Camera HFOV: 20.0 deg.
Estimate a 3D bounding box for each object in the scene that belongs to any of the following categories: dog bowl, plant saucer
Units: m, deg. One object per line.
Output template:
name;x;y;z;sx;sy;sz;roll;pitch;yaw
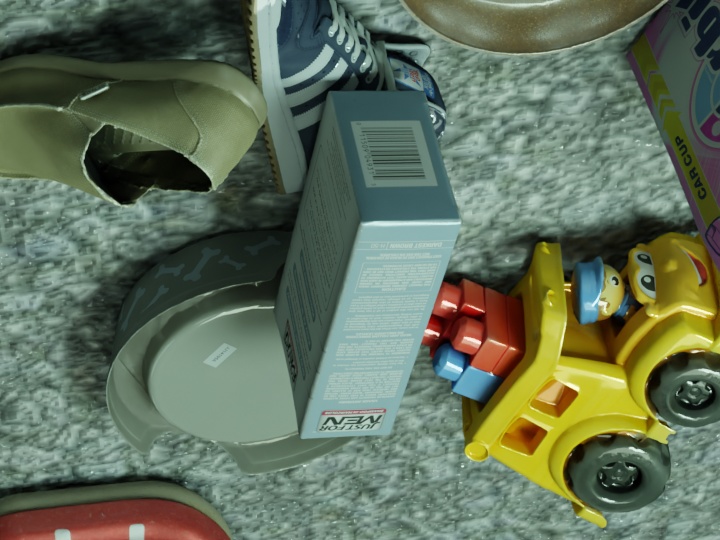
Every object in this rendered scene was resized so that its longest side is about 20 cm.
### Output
dog bowl;-0.072;0.053;1.347;0.199;0.059;0.201;-8;138;-7
plant saucer;0.107;-0.204;1.132;0.199;0.032;0.201;-7;139;-6

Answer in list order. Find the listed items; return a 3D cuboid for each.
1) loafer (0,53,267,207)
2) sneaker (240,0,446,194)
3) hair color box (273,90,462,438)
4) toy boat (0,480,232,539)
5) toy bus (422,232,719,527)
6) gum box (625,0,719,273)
loafer;-0.151;-0.076;1.138;0.199;0.068;0.076;-5;140;25
sneaker;-0.009;-0.124;1.158;0.108;0.070;0.200;-9;144;-1
hair color box;0.000;0.000;1.180;0.060;0.099;0.200;-1;141;-15
toy boat;-0.184;0.234;1.461;0.199;0.131;0.131;-5;139;-10
toy bus;0.140;0.047;1.363;0.191;0.136;0.200;24;126;-16
gum box;0.235;-0.091;1.163;0.066;0.201;0.114;15;130;-29
